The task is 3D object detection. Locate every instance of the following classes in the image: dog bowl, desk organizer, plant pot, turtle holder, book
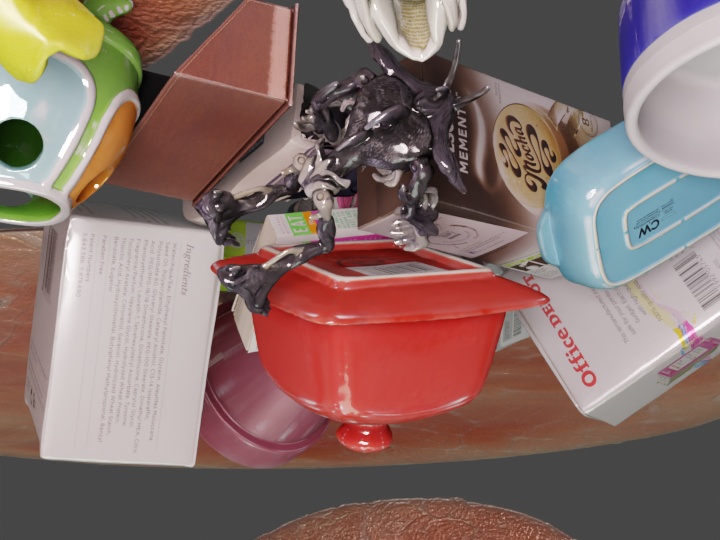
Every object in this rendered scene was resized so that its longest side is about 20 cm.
[{"bbox_3d":[0.258,-0.133,0.679,0.198,0.080,0.200,0,158,0],"label":"dog bowl"},{"bbox_3d":[-0.116,-0.115,0.773,0.076,0.072,0.200,11,160,-24],"label":"desk organizer"},{"bbox_3d":[-0.088,0.102,1.302,0.199,0.202,0.179,13,142,-36],"label":"plant pot"},{"bbox_3d":[-0.227,-0.106,0.690,0.185,0.133,0.140,18,157,-40],"label":"turtle holder"},{"bbox_3d":[0.000,0.000,0.975,0.198,0.048,0.134,-6,140,-27],"label":"book"}]

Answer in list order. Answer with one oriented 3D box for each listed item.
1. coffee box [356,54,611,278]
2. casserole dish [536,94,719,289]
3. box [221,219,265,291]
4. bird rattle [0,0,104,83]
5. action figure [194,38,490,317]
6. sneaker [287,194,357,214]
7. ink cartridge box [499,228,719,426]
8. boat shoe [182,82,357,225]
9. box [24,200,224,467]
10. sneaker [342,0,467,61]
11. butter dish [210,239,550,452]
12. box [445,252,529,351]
[{"bbox_3d":[0.097,-0.073,0.836,0.199,0.114,0.080,12,159,-35],"label":"coffee box"},{"bbox_3d":[0.218,-0.058,0.809,0.199,0.039,0.122,-29,129,-11],"label":"casserole dish"},{"bbox_3d":[-0.087,-0.010,1.151,0.198,0.048,0.122,5,162,-15],"label":"box"},{"bbox_3d":[-0.149,-0.197,0.530,0.161,0.114,0.201,-10,151,-6],"label":"bird rattle"},{"bbox_3d":[-0.005,-0.063,0.702,0.199,0.119,0.102,-33,169,11],"label":"action figure"},{"bbox_3d":[-0.003,-0.025,1.062,0.087,0.074,0.200,-8,158,28],"label":"sneaker"},{"bbox_3d":[0.237,0.012,0.928,0.199,0.145,0.084,-38,151,16],"label":"ink cartridge box"},{"bbox_3d":[-0.060,-0.074,0.891,0.092,0.075,0.199,19,155,-31],"label":"boat shoe"},{"bbox_3d":[-0.212,0.047,0.984,0.129,0.202,0.199,6,-175,-21],"label":"box"},{"bbox_3d":[0.023,-0.152,0.579,0.073,0.117,0.200,-6,163,13],"label":"sneaker"},{"bbox_3d":[0.007,0.062,0.835,0.198,0.149,0.199,-3,-168,-30],"label":"butter dish"},{"bbox_3d":[0.060,0.048,1.013,0.199,0.041,0.156,-26,146,-10],"label":"box"}]
